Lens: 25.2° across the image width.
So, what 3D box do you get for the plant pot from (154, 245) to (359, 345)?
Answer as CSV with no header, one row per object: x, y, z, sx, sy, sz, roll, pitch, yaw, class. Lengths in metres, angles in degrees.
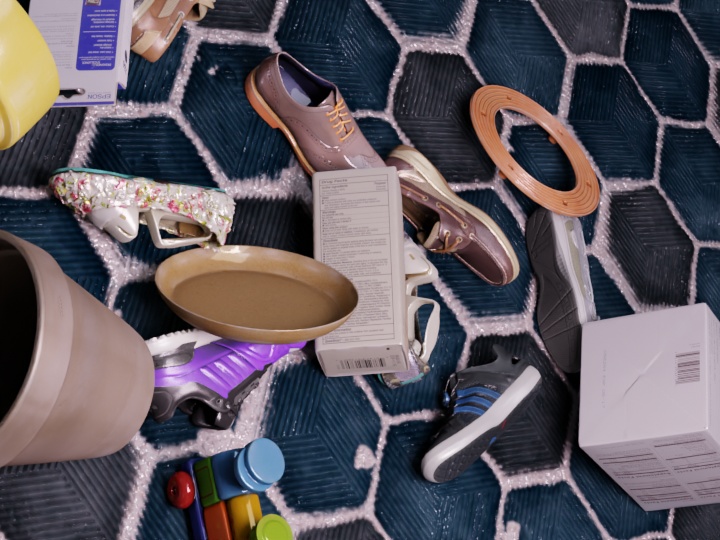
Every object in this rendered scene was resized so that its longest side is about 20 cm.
-0.100,0.026,1.549,0.199,0.199,0.028,-13,121,-41,plant pot

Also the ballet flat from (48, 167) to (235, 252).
-0.205,-0.056,1.551,0.198,0.075,0.065,7,73,-34,ballet flat

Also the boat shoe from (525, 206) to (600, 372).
0.245,0.022,1.876,0.064,0.074,0.204,7,59,-31,boat shoe

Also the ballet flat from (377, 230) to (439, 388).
0.052,0.026,1.718,0.071,0.072,0.203,14,62,-33,ballet flat

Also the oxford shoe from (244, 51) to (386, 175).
-0.036,-0.151,1.718,0.200,0.073,0.072,41,57,-9,oxford shoe

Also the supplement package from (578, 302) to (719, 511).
0.351,0.157,1.799,0.200,0.149,0.153,43,45,-47,supplement package

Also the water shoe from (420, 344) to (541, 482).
0.112,0.154,1.725,0.079,0.072,0.199,38,46,19,water shoe

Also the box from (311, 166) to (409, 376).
0.000,0.000,1.659,0.094,0.078,0.202,-3,66,7,box

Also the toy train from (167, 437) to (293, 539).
-0.101,0.257,1.457,0.084,0.115,0.202,0,70,-38,toy train

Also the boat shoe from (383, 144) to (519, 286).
0.090,-0.047,1.789,0.200,0.072,0.072,47,57,-7,boat shoe

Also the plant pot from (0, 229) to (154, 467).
-0.274,0.083,1.368,0.173,0.199,0.202,22,56,-48,plant pot

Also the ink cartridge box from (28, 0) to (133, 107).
-0.274,-0.236,1.568,0.098,0.039,0.202,0,63,4,ink cartridge box

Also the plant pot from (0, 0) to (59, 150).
-0.392,-0.155,1.377,0.201,0.200,0.189,46,64,-12,plant pot

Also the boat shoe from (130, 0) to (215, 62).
-0.190,-0.292,1.679,0.074,0.075,0.201,46,57,-19,boat shoe

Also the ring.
0.205,-0.140,1.920,0.199,0.019,0.202,29,36,-24,ring

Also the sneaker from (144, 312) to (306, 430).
-0.131,0.102,1.545,0.199,0.069,0.101,-10,84,-38,sneaker
